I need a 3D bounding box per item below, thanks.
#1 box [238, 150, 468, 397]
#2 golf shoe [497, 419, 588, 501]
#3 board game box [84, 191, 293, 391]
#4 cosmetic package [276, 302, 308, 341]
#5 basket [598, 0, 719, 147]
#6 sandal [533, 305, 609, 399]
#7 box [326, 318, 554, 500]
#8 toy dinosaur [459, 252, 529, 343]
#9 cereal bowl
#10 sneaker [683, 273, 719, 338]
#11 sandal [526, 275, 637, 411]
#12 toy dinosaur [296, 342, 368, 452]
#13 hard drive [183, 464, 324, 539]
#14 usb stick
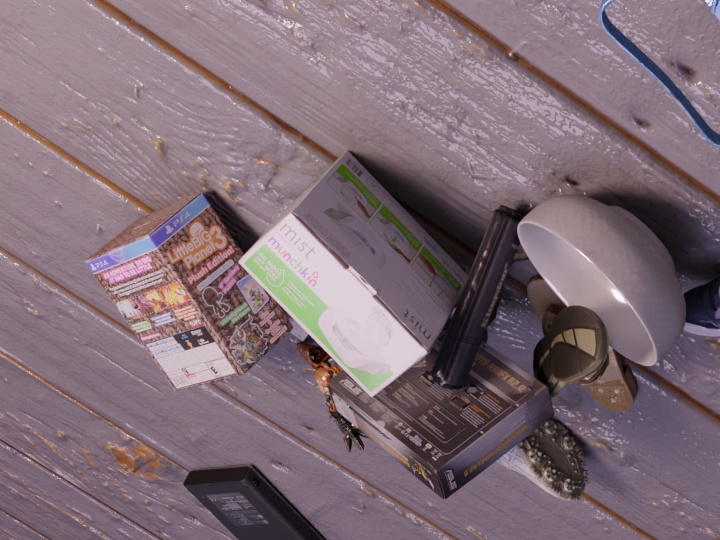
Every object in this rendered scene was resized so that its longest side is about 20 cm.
[{"bbox_3d":[0.000,0.000,1.634,0.200,0.177,0.097,46,122,-6],"label":"box"},{"bbox_3d":[0.191,0.211,1.916,0.200,0.078,0.097,43,148,-6],"label":"golf shoe"},{"bbox_3d":[-0.205,0.029,1.860,0.159,0.097,0.200,-17,111,51],"label":"board game box"},{"bbox_3d":[-0.057,0.004,1.826,0.082,0.051,0.200,35,144,-4],"label":"cosmetic package"},{"bbox_3d":[0.315,-0.204,1.253,0.176,0.139,0.200,40,133,-19],"label":"basket"},{"bbox_3d":[0.227,0.088,1.633,0.057,0.080,0.201,6,165,-6],"label":"sandal"},{"bbox_3d":[0.084,0.138,1.684,0.200,0.158,0.048,35,151,43],"label":"box"},{"bbox_3d":[0.123,0.023,1.746,0.088,0.048,0.200,22,140,1],"label":"toy dinosaur"},{"bbox_3d":[0.254,-0.002,1.560,0.200,0.083,0.200,47,172,9],"label":"cereal bowl"},{"bbox_3d":[0.388,0.002,1.522,0.200,0.070,0.109,-10,136,31],"label":"sneaker"},{"bbox_3d":[0.244,0.101,1.739,0.077,0.070,0.212,-8,131,39],"label":"sandal"},{"bbox_3d":[-0.011,0.135,1.915,0.102,0.200,0.136,-30,133,4],"label":"toy dinosaur"},{"bbox_3d":[-0.158,0.372,2.364,0.139,0.033,0.200,-11,129,41],"label":"hard drive"},{"bbox_3d":[0.125,0.030,1.632,0.033,0.200,0.055,23,-176,32],"label":"usb stick"}]
